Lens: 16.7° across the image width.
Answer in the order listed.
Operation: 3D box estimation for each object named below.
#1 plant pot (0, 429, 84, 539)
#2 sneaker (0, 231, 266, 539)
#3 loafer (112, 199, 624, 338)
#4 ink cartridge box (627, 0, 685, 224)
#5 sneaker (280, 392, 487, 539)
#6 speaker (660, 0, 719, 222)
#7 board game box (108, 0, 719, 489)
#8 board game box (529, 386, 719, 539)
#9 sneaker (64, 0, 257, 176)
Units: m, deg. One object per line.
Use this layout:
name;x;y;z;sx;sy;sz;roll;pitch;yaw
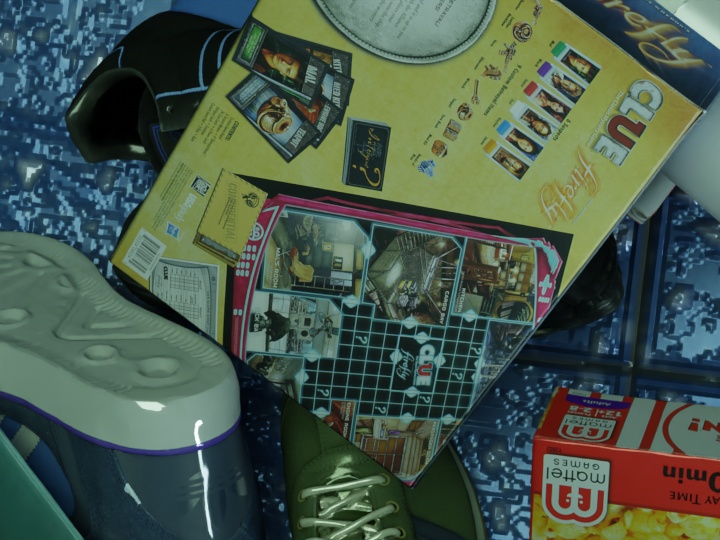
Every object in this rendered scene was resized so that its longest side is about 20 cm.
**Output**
plant pot;-0.178;0.172;0.864;0.141;0.141;0.200;51;141;12
sneaker;-0.109;0.079;0.921;0.200;0.081;0.147;25;126;45
loafer;0.000;0.000;0.908;0.200;0.070;0.068;0;57;28
ink cartridge box;0.064;-0.135;0.897;0.200;0.083;0.146;37;95;13
sneaker;0.011;0.122;0.881;0.067;0.090;0.200;-17;81;12
speaker;0.175;-0.014;0.776;0.200;0.081;0.081;43;95;14
board game box;0.014;-0.033;0.800;0.135;0.035;0.200;37;131;3
board game box;0.132;0.146;0.834;0.151;0.046;0.200;6;112;14
sneaker;-0.025;-0.056;0.872;0.078;0.070;0.200;-44;31;-27
